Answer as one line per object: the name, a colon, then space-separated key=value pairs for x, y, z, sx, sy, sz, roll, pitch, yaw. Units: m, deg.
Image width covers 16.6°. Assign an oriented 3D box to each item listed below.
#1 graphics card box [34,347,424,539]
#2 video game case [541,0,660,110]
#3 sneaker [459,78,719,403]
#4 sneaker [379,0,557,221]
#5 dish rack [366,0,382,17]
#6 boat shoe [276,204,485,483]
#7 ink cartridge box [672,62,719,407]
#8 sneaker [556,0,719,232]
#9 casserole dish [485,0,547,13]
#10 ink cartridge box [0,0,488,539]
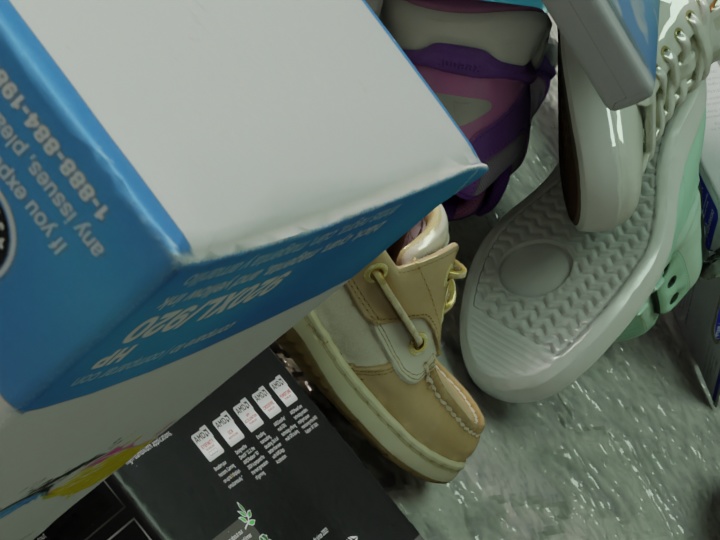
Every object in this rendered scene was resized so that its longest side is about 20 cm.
graphics card box: x=-0.065 y=0.045 z=0.699 sx=0.200 sy=0.051 sz=0.125 roll=50 pitch=22 yaw=3
video game case: x=0.060 y=-0.184 z=0.918 sx=0.200 sy=0.022 sz=0.182 roll=56 pitch=26 yaw=-27
sneaker: x=0.104 y=0.009 z=1.034 sx=0.201 sy=0.074 sz=0.118 roll=-58 pitch=149 yaw=-39
sneaker: x=0.040 y=-0.065 z=1.039 sx=0.200 sy=0.080 sz=0.089 roll=-15 pitch=110 yaw=-84
dish rack: x=-0.017 y=-0.132 z=0.887 sx=0.043 sy=0.200 sz=0.172 roll=17 pitch=14 yaw=17
boat shoe: x=0.000 y=0.000 z=0.814 sx=0.200 sy=0.069 sz=0.074 roll=49 pitch=2 yaw=-46
ink cartridge box: x=0.160 y=-0.041 z=1.186 sx=0.039 sy=0.100 sz=0.200 roll=-8 pitch=50 yaw=-12
sneaker: x=0.121 y=-0.096 z=1.001 sx=0.073 sy=0.084 sz=0.200 roll=86 pitch=8 yaw=-46
casserole dish: x=0.045 y=-0.184 z=1.059 sx=0.039 sy=0.121 sz=0.200 roll=13 pitch=-14 yaw=33
ink cartridge box: x=-0.111 y=-0.011 z=0.510 sx=0.147 sy=0.200 sz=0.145 roll=53 pitch=25 yaw=6
